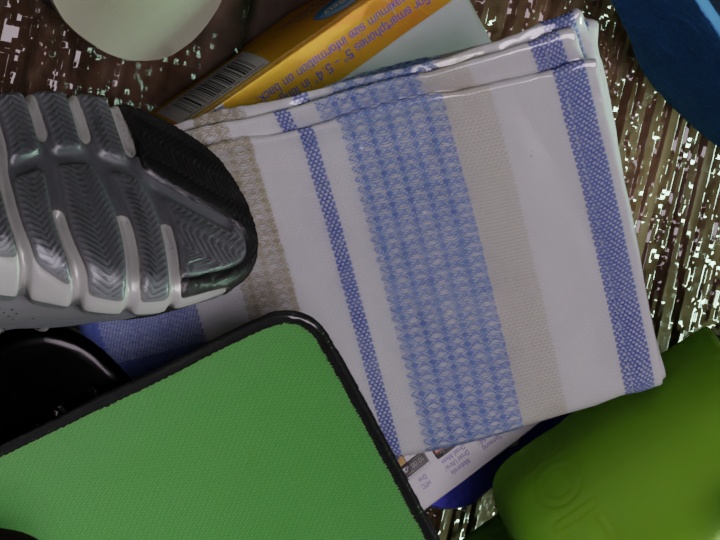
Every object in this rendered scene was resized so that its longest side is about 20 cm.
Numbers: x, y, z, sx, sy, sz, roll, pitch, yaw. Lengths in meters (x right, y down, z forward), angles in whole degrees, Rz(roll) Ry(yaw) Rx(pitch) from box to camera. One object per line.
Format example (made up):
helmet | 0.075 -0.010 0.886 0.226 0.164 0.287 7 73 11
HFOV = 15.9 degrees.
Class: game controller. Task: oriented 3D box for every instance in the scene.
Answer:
game controller | -0.084 0.105 0.904 0.104 0.042 0.200 -30 117 23

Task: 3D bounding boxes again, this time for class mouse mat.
mouse mat | -0.072 0.114 0.890 0.199 0.008 0.162 -25 116 7

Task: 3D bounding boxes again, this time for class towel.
towel | 0.000 0.000 0.889 0.199 0.024 0.148 -15 115 3

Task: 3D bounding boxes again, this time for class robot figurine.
robot figurine | 0.129 0.088 0.943 0.199 0.176 0.116 -34 101 6

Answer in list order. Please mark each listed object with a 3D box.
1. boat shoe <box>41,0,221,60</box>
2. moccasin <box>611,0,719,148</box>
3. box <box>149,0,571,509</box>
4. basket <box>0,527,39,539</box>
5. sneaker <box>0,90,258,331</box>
boat shoe | -0.110 -0.133 0.823 0.071 0.062 0.200 -56 144 -3
moccasin | 0.134 -0.106 0.923 0.068 0.080 0.200 -55 140 -15
box | 0.022 -0.005 0.941 0.119 0.041 0.201 -36 111 -13
basket | -0.130 0.198 0.839 0.135 0.180 0.201 -15 108 -8
sneaker | -0.140 -0.001 0.829 0.199 0.115 0.075 4 60 -33
